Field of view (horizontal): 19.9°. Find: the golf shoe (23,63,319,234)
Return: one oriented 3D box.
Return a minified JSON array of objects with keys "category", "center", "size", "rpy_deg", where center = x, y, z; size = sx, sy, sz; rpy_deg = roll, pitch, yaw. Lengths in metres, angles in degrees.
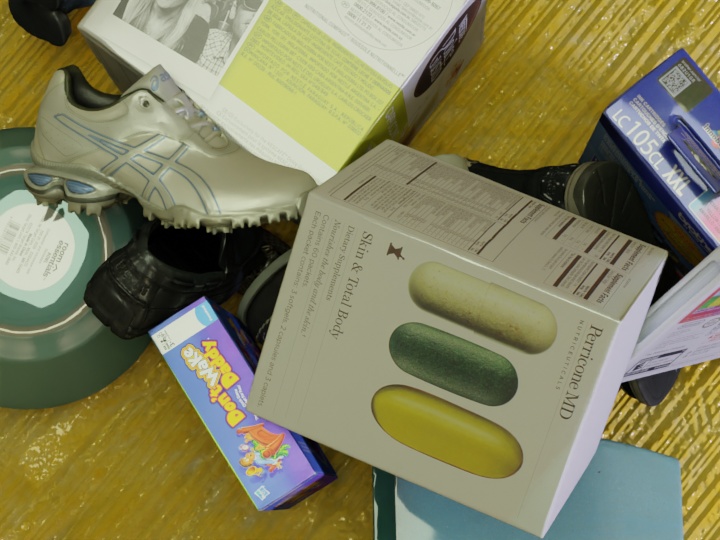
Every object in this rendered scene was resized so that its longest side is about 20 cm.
[{"category":"golf shoe","center":[-0.117,-0.078,1.288],"size":[0.199,0.078,0.098],"rpy_deg":[9,103,14]}]

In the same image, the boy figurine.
[{"category":"boy figurine","center":[-0.168,-0.237,1.478],"size":[0.064,0.125,0.200],"rpy_deg":[31,51,26]}]

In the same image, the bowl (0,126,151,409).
[{"category":"bowl","center":[-0.228,-0.007,1.395],"size":[0.200,0.105,0.202],"rpy_deg":[1,84,-7]}]

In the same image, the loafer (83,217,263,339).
[{"category":"loafer","center":[-0.110,-0.011,1.359],"size":[0.068,0.200,0.070],"rpy_deg":[45,116,5]}]

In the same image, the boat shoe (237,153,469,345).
[{"category":"boat shoe","center":[0.000,0.000,1.396],"size":[0.201,0.072,0.061],"rpy_deg":[-36,66,24]}]

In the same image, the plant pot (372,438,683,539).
[{"category":"plant pot","center":[0.114,0.175,1.401],"size":[0.199,0.141,0.142],"rpy_deg":[-1,82,-5]}]

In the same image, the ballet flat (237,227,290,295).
[{"category":"ballet flat","center":[-0.131,-0.032,1.478],"size":[0.199,0.046,0.068],"rpy_deg":[28,83,5]}]

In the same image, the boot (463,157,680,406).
[{"category":"boot","center":[0.140,0.001,1.451],"size":[0.153,0.204,0.074],"rpy_deg":[10,47,41]}]

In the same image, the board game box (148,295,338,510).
[{"category":"board game box","center":[-0.075,0.093,1.382],"size":[0.045,0.200,0.135],"rpy_deg":[-32,82,0]}]

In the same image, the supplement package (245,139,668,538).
[{"category":"supplement package","center":[0.062,0.037,1.268],"size":[0.199,0.151,0.152],"rpy_deg":[22,112,12]}]

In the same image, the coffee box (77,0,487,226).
[{"category":"coffee box","center":[-0.044,-0.164,1.417],"size":[0.200,0.200,0.198],"rpy_deg":[36,85,6]}]

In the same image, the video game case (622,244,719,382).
[{"category":"video game case","center":[0.267,0.008,1.355],"size":[0.200,0.182,0.023],"rpy_deg":[-9,63,-43]}]

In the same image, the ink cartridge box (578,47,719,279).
[{"category":"ink cartridge box","center":[0.225,-0.065,1.397],"size":[0.076,0.200,0.137],"rpy_deg":[-38,83,-6]}]
